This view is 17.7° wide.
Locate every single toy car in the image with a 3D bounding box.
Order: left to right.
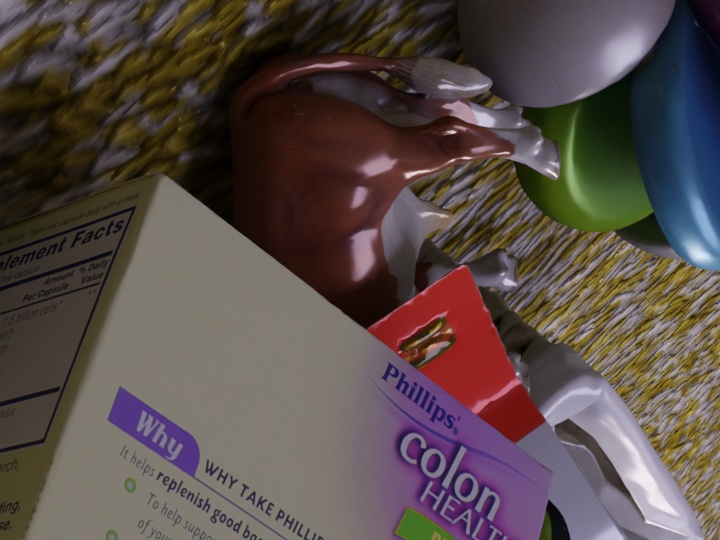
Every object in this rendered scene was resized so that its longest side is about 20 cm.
[{"bbox_3d":[0.147,-0.083,0.830,0.200,0.150,0.175,-47,137,-1],"label":"toy car"}]

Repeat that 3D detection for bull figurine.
[{"bbox_3d":[0.000,0.000,0.814,0.121,0.065,0.200,-3,143,-6],"label":"bull figurine"}]

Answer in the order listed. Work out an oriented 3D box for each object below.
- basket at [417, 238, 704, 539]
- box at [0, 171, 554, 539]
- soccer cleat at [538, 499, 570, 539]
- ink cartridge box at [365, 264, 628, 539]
[{"bbox_3d":[0.012,0.105,0.926,0.200,0.123,0.136,-40,134,-2],"label":"basket"},{"bbox_3d":[-0.054,0.108,0.657,0.097,0.176,0.201,-15,-132,45],"label":"box"},{"bbox_3d":[0.027,0.156,0.790,0.081,0.068,0.200,6,119,-40],"label":"soccer cleat"},{"bbox_3d":[0.014,0.114,0.815,0.160,0.047,0.200,-35,135,-7],"label":"ink cartridge box"}]
